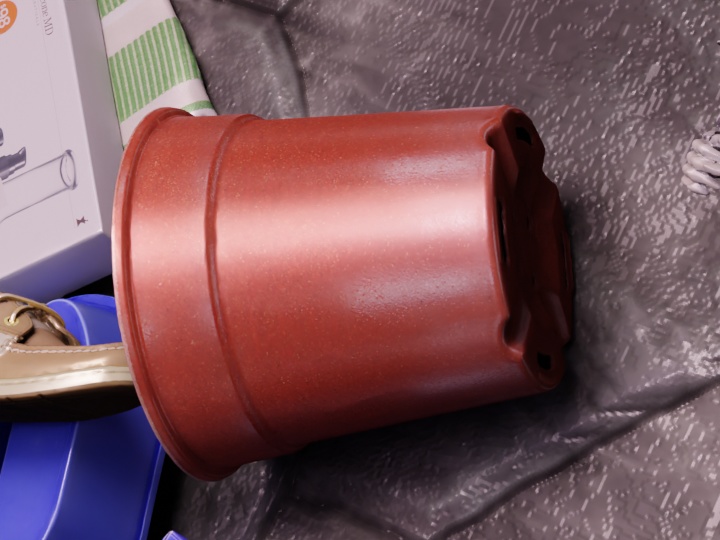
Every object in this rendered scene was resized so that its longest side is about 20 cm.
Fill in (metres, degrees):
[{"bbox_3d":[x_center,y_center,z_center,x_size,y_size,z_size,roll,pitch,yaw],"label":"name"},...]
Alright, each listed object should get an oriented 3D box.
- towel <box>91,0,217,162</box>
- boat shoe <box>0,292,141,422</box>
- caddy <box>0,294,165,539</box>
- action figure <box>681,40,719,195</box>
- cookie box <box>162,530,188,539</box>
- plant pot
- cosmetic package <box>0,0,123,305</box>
[{"bbox_3d":[-0.178,-0.129,1.572,0.152,0.023,0.201,-34,56,14],"label":"towel"},{"bbox_3d":[-0.193,0.045,1.343,0.199,0.074,0.067,-4,76,31],"label":"boat shoe"},{"bbox_3d":[-0.181,0.105,1.425,0.141,0.105,0.201,4,75,34],"label":"caddy"},{"bbox_3d":[0.227,-0.069,1.264,0.119,0.102,0.200,-47,56,19],"label":"action figure"},{"bbox_3d":[-0.013,0.233,1.237,0.200,0.171,0.075,37,87,36],"label":"cookie box"},{"bbox_3d":[0.000,0.000,1.322,0.194,0.201,0.202,-8,66,18],"label":"plant pot"},{"bbox_3d":[-0.219,-0.070,1.525,0.150,0.052,0.201,-23,59,16],"label":"cosmetic package"}]
